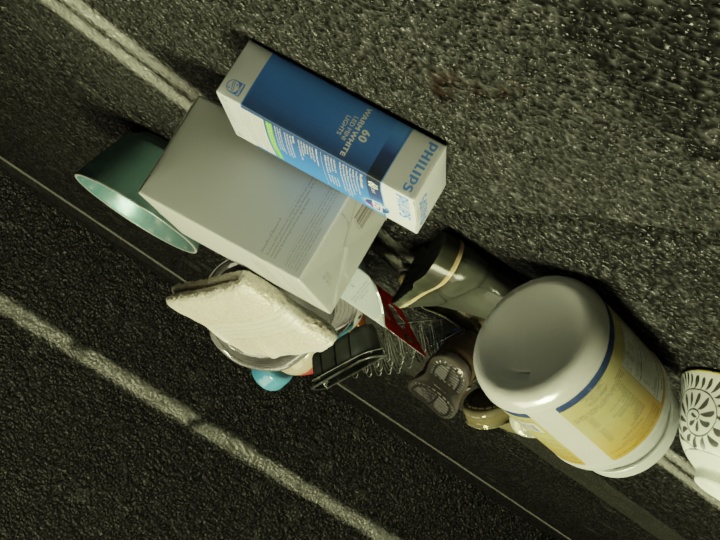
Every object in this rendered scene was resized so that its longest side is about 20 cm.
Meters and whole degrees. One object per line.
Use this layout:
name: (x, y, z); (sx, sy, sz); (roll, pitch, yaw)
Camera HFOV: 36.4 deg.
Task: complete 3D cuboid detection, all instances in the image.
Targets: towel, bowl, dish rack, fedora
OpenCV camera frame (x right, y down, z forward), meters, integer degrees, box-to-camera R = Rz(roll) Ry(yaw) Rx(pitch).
towel: (-0.126, 0.051, 1.215); (0.132, 0.035, 0.199); (34, 156, -25)
bowl: (0.397, 0.191, 1.104); (0.200, 0.095, 0.201); (29, 169, 6)
bowl: (-0.290, -0.121, 1.549); (0.200, 0.106, 0.201); (31, 169, 7)
dish rack: (0.044, 0.104, 1.456); (0.199, 0.055, 0.153); (-4, 163, -35)
fedora: (-0.110, 0.063, 1.368); (0.198, 0.091, 0.178); (-1, 136, 18)

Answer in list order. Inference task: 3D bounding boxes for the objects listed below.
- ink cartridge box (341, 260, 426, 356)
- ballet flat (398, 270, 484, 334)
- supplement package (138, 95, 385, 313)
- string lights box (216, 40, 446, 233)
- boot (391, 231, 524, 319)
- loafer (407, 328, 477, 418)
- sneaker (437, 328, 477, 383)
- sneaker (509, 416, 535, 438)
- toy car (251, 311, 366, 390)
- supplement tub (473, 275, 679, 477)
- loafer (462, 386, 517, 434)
ink cartridge box: (0.000, 0.000, 1.304); (0.199, 0.057, 0.163); (31, -165, -24)
ballet flat: (0.131, 0.063, 1.381); (0.199, 0.047, 0.067); (31, 168, 1)
supplement package: (-0.096, -0.066, 1.098); (0.199, 0.120, 0.121); (27, 171, 19)
string lights box: (-0.023, -0.116, 0.975); (0.199, 0.059, 0.103); (29, 169, 10)
boot: (0.118, 0.031, 1.220); (0.138, 0.078, 0.200); (27, 171, -6)
loafer: (0.118, 0.132, 1.398); (0.073, 0.071, 0.200); (40, 158, 4)
sneaker: (0.137, 0.125, 1.552); (0.070, 0.078, 0.200); (31, 169, -1)
sneaker: (0.284, 0.160, 1.350); (0.198, 0.085, 0.075); (5, 140, 6)
toy car: (-0.051, 0.066, 1.627); (0.199, 0.184, 0.178); (1, -122, -44)
supplement tub: (0.220, 0.112, 1.094); (0.144, 0.145, 0.200); (18, 163, 49)
loafer: (0.204, 0.185, 1.447); (0.076, 0.068, 0.199); (7, -171, 40)
